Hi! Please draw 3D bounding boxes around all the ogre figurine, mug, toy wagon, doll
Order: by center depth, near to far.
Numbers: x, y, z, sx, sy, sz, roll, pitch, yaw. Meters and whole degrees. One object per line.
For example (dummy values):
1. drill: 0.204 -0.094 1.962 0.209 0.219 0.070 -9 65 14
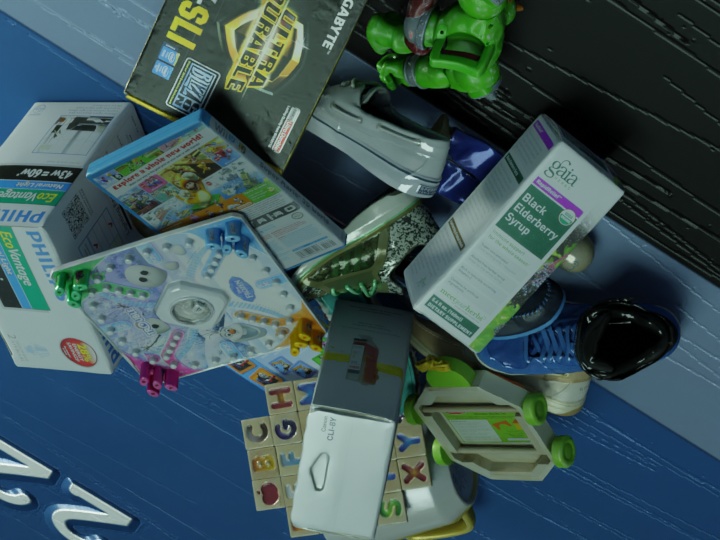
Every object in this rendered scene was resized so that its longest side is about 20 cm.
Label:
1. ogre figurine: 0.067 -0.211 1.384 0.120 0.098 0.200 25 129 17
2. doll: 0.135 -0.062 1.529 0.200 0.048 0.136 32 131 -14
3. toy wagon: 0.120 0.143 1.645 0.155 0.040 0.200 -4 135 36
4. mug: 0.052 0.228 1.813 0.153 0.187 0.150 -13 81 25

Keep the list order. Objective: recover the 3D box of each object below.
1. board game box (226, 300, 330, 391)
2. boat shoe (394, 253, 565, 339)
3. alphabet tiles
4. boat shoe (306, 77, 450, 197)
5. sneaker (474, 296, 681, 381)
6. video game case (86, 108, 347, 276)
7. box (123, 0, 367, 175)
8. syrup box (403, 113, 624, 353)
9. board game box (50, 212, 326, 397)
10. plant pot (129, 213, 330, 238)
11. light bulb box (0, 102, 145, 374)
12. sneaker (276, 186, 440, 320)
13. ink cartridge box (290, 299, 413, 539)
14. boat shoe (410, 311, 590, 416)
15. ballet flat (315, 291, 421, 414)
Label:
1. board game box: -0.082 0.077 1.768 0.200 0.037 0.151 34 138 -19
2. boat shoe: 0.101 0.022 1.576 0.200 0.084 0.069 -1 144 41
3. alphabet tiles: -0.027 0.194 1.746 0.200 0.006 0.167 -10 88 17
4. boat shoe: 0.003 -0.141 1.486 0.200 0.074 0.065 35 114 25
5. sneaker: 0.199 0.064 1.546 0.200 0.111 0.077 -1 89 13
6. video game case: -0.128 -0.058 1.482 0.143 0.018 0.200 -21 135 33
7. box: -0.094 -0.208 1.433 0.160 0.049 0.200 27 109 -3
8. syrup box: 0.134 -0.034 1.463 0.079 0.081 0.200 36 107 -20
9. board game box: -0.160 0.039 1.559 0.200 0.026 0.200 -16 139 17
10. plant pot: -0.126 -0.037 1.609 0.200 0.028 0.200 3 173 0
11. light bulb box: -0.290 -0.035 1.658 0.125 0.200 0.198 2 132 25
12. sneaker: 0.000 0.000 1.581 0.200 0.077 0.089 -40 91 19
13. ink cartridge box: -0.005 0.142 1.585 0.083 0.200 0.145 10 119 2
14. boat shoe: 0.141 0.073 1.650 0.200 0.074 0.069 22 123 7
15. ballet flat: 0.009 0.055 1.689 0.072 0.072 0.200 -9 118 33
